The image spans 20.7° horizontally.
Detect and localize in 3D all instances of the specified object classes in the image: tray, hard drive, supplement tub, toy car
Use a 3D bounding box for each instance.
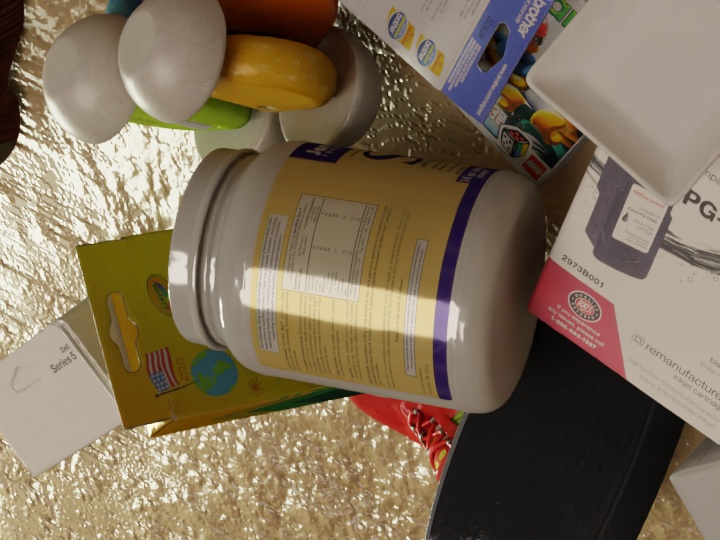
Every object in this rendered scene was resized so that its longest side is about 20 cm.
[{"bbox_3d":[0.188,-0.140,1.017,0.107,0.022,0.200,43,99,17],"label":"tray"},{"bbox_3d":[0.121,0.113,1.228,0.135,0.042,0.201,25,95,26],"label":"hard drive"},{"bbox_3d":[0.000,0.000,1.184,0.199,0.146,0.146,10,125,18],"label":"supplement tub"},{"bbox_3d":[-0.093,-0.149,1.248,0.200,0.175,0.151,-9,75,48],"label":"toy car"}]

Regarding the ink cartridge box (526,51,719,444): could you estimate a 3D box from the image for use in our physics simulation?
[{"bbox_3d":[0.199,-0.025,1.111,0.145,0.084,0.200,35,134,17],"label":"ink cartridge box"}]

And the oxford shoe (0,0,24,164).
[{"bbox_3d":[-0.299,-0.166,1.462,0.075,0.070,0.200,34,134,26],"label":"oxford shoe"}]

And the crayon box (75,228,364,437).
[{"bbox_3d":[-0.086,0.032,1.287,0.051,0.199,0.127,-37,65,58],"label":"crayon box"}]

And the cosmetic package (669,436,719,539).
[{"bbox_3d":[0.276,0.173,1.166,0.074,0.102,0.200,-25,99,46],"label":"cosmetic package"}]

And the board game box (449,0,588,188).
[{"bbox_3d":[0.075,-0.160,1.165,0.200,0.035,0.126,47,137,6],"label":"board game box"}]

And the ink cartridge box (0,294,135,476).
[{"bbox_3d":[-0.154,0.044,1.379,0.084,0.200,0.145,54,138,-3],"label":"ink cartridge box"}]

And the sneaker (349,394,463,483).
[{"bbox_3d":[0.067,0.110,1.316,0.200,0.085,0.077,24,130,28],"label":"sneaker"}]

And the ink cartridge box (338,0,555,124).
[{"bbox_3d":[0.026,-0.189,1.128,0.200,0.042,0.119,45,143,12],"label":"ink cartridge box"}]
